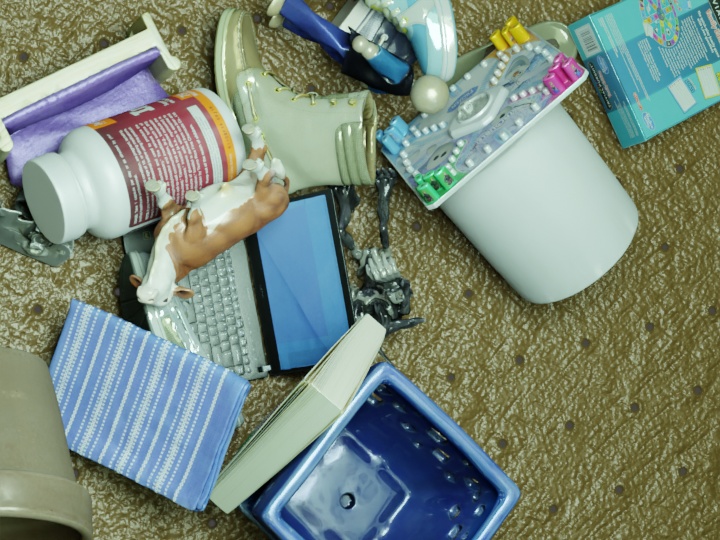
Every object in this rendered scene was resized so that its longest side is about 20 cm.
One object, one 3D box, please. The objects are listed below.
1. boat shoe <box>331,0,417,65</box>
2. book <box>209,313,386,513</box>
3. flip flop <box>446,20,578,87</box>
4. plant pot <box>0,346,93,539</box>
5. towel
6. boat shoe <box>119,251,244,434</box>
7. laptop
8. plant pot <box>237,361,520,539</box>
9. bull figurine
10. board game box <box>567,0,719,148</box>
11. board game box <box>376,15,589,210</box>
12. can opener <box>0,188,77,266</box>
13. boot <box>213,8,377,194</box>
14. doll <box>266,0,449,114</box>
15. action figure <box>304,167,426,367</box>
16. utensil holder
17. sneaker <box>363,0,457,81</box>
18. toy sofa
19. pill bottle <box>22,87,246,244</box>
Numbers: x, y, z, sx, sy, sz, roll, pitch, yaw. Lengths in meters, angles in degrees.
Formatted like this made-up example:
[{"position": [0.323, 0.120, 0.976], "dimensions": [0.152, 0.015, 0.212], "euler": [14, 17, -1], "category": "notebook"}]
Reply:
[{"position": [0.049, -0.290, 1.756], "dimensions": [0.093, 0.075, 0.200], "euler": [39, 83, -17], "category": "boat shoe"}, {"position": [-0.060, 0.139, 1.586], "dimensions": [0.048, 0.200, 0.134], "euler": [41, 37, -2], "category": "book"}, {"position": [0.160, -0.215, 1.789], "dimensions": [0.200, 0.058, 0.081], "euler": [-30, 95, -19], "category": "flip flop"}, {"position": [-0.349, 0.169, 1.526], "dimensions": [0.200, 0.200, 0.175], "euler": [3, 67, -19], "category": "plant pot"}, {"position": [-0.215, 0.131, 1.579], "dimensions": [0.200, 0.024, 0.145], "euler": [24, 102, 11], "category": "towel"}, {"position": [-0.180, 0.073, 1.620], "dimensions": [0.065, 0.074, 0.202], "euler": [-22, 84, -29], "category": "boat shoe"}, {"position": [-0.121, 0.024, 1.648], "dimensions": [0.199, 0.103, 0.178], "euler": [-9, 88, -20], "category": "laptop"}, {"position": [0.005, 0.227, 1.633], "dimensions": [0.200, 0.180, 0.200], "euler": [44, 74, -11], "category": "plant pot"}, {"position": [-0.147, -0.050, 1.567], "dimensions": [0.065, 0.122, 0.200], "euler": [36, 58, 26], "category": "bull figurine"}, {"position": [0.347, -0.245, 1.849], "dimensions": [0.200, 0.047, 0.151], "euler": [-27, 95, -28], "category": "board game box"}, {"position": [0.113, -0.163, 1.641], "dimensions": [0.200, 0.200, 0.026], "euler": [-40, 114, 4], "category": "board game box"}, {"position": [-0.369, -0.065, 1.607], "dimensions": [0.200, 0.053, 0.067], "euler": [25, 46, -15], "category": "can opener"}, {"position": [-0.063, -0.175, 1.663], "dimensions": [0.154, 0.072, 0.201], "euler": [-7, 93, 19], "category": "boot"}, {"position": [0.000, -0.216, 1.652], "dimensions": [0.200, 0.136, 0.049], "euler": [33, 83, 4], "category": "doll"}, {"position": [0.000, 0.000, 1.688], "dimensions": [0.119, 0.102, 0.201], "euler": [-7, 81, 25], "category": "action figure"}, {"position": [0.170, -0.088, 1.706], "dimensions": [0.170, 0.170, 0.200], "euler": [-49, 115, -16], "category": "utensil holder"}, {"position": [0.018, -0.277, 1.673], "dimensions": [0.130, 0.080, 0.201], "euler": [-14, 84, -12], "category": "sneaker"}, {"position": [-0.276, -0.166, 1.622], "dimensions": [0.200, 0.083, 0.098], "euler": [-29, 94, -19], "category": "toy sofa"}, {"position": [-0.221, -0.099, 1.603], "dimensions": [0.200, 0.113, 0.113], "euler": [-23, 93, -30], "category": "pill bottle"}]
